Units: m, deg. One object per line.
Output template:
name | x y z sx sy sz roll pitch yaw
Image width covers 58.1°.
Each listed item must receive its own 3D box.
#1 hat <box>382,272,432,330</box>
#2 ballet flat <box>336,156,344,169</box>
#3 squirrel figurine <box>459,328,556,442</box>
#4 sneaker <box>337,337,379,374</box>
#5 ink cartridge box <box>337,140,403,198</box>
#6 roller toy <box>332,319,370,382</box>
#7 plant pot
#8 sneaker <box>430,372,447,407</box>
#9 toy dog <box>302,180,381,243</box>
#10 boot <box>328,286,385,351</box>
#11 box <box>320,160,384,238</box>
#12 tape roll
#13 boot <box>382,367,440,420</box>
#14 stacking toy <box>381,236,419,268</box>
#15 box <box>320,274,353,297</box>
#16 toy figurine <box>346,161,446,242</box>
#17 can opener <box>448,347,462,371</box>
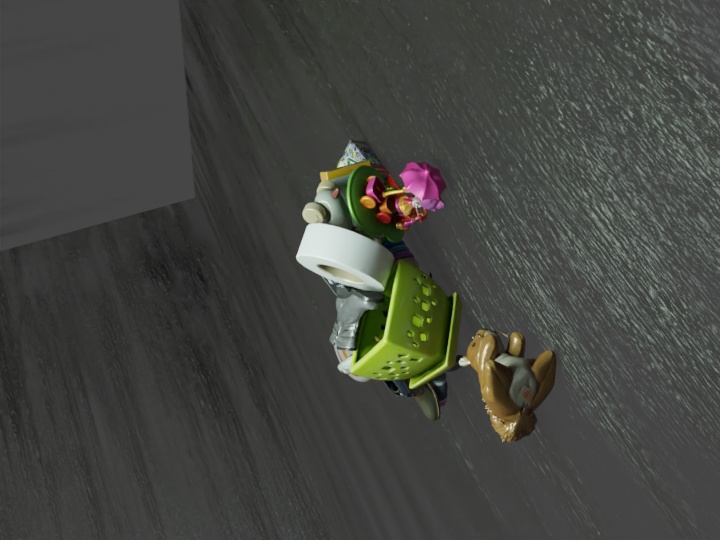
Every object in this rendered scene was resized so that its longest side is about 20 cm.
hat | 0.136 0.104 1.588 0.168 0.173 0.200 61 -169 -5
ballet flat | -0.045 -0.193 1.662 0.066 0.066 0.205 -25 63 40
squirrel figurine | 0.258 0.208 1.211 0.186 0.138 0.205 -145 44 -66
sneaker | 0.014 0.235 1.620 0.088 0.075 0.200 52 142 3
ink cartridge box | 0.016 -0.207 1.547 0.201 0.049 0.110 56 132 36
roller toy | 0.021 0.194 1.771 0.200 0.138 0.185 46 141 32
plant pot | 0.105 0.129 1.382 0.199 0.178 0.204 -47 24 55
sneaker | 0.149 0.277 1.613 0.199 0.069 0.084 -157 54 -65
toy dog | -0.023 -0.117 1.374 0.096 0.196 0.135 -26 53 50
boot | -0.007 0.108 1.371 0.199 0.068 0.135 180 98 -72
box | -0.015 -0.137 1.475 0.041 0.117 0.205 14 118 58
tape roll | -0.032 -0.025 1.344 0.202 0.199 0.072 -10 59 68
boot | 0.112 0.279 1.507 0.074 0.096 0.204 -15 103 57
stacking toy | 0.068 -0.071 1.552 0.086 0.083 0.203 104 149 -54
box | 0.000 0.000 1.550 0.049 0.202 0.159 -21 118 35
toy figurine | 0.100 -0.147 1.337 0.181 0.153 0.200 -10 139 40
can opener | 0.161 0.211 1.515 0.199 0.052 0.068 -25 79 58
